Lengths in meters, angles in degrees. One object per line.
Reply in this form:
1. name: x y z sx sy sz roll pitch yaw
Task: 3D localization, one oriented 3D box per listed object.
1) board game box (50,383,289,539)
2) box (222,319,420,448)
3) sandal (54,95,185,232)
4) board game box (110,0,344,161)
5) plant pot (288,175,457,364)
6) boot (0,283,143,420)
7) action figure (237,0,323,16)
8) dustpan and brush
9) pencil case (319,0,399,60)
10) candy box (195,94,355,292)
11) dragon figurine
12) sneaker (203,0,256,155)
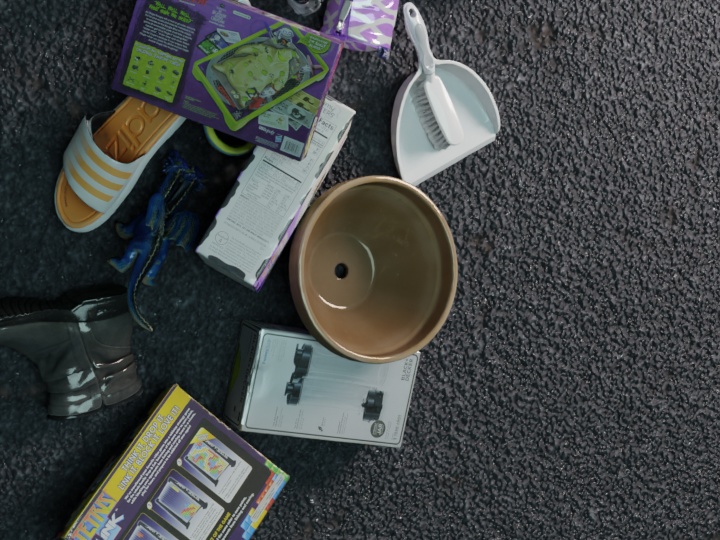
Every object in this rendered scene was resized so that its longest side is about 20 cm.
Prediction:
1. board game box: -0.195 0.248 1.482 0.165 0.057 0.200 41 63 -11
2. box: -0.043 0.126 1.577 0.199 0.060 0.117 8 96 -27
3. sandal: -0.243 -0.131 1.401 0.207 0.079 0.059 -49 159 10
4. board game box: -0.127 -0.195 1.350 0.199 0.032 0.120 22 109 4
5. plant pot: 0.000 0.000 1.547 0.200 0.093 0.202 1 88 -30
6. boot: -0.318 0.094 1.441 0.199 0.070 0.132 -7 107 -20
7. action figure: -0.096 -0.310 1.436 0.130 0.069 0.200 54 39 3
8. dustpan and brush: 0.078 -0.203 1.575 0.139 0.057 0.201 -30 110 -17
9. pencil case: 0.006 -0.328 1.504 0.085 0.084 0.201 3 98 -56
10. candy box: -0.086 -0.082 1.455 0.071 0.168 0.201 30 85 -1
11. dragon figurine: -0.202 -0.039 1.430 0.059 0.200 0.099 33 123 -24
12. sneaker: -0.132 -0.209 1.431 0.079 0.131 0.201 -13 105 -6
